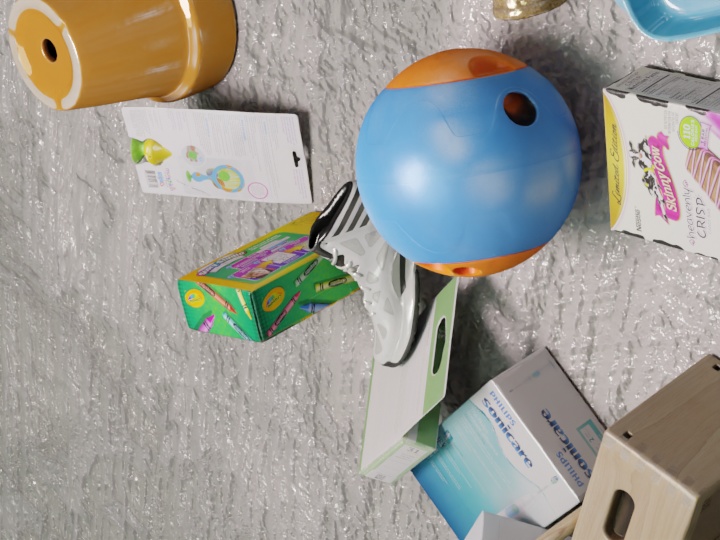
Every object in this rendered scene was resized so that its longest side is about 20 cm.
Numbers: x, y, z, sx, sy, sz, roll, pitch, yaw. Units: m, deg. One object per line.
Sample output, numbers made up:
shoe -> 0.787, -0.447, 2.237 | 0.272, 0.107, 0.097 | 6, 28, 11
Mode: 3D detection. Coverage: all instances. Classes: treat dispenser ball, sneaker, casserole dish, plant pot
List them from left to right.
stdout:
plant pot -> -0.264, -0.258, 1.900 | 0.200, 0.183, 0.201 | 27, 132, 35
sneaker -> 0.000, 0.000, 1.788 | 0.076, 0.115, 0.202 | -122, 35, -68
treat dispenser ball -> 0.095, -0.095, 1.577 | 0.200, 0.200, 0.202 | 27, 132, 36
casserole dish -> 0.277, -0.250, 1.404 | 0.200, 0.039, 0.122 | -7, 108, 51

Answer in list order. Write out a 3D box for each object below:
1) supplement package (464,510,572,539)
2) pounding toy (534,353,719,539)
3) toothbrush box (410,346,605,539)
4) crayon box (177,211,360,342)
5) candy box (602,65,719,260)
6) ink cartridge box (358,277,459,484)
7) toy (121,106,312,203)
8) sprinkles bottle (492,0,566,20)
supplement package -> 0.181, 0.359, 1.738 | 0.199, 0.152, 0.151 | 17, 137, -7
pounding toy -> 0.257, 0.199, 1.594 | 0.142, 0.184, 0.201 | 37, 137, 28
toothbrush box -> 0.152, 0.191, 1.791 | 0.147, 0.085, 0.200 | 54, 143, 10
crayon box -> -0.074, 0.003, 1.835 | 0.118, 0.200, 0.059 | 8, 118, 46
candy box -> 0.298, -0.081, 1.470 | 0.199, 0.061, 0.137 | 19, 127, 42
ink cartridge box -> 0.064, 0.112, 1.800 | 0.048, 0.146, 0.200 | 21, 145, -18
toy -> -0.150, -0.134, 1.930 | 0.199, 0.047, 0.116 | 2, 130, 14
sprinkles bottle -> 0.123, -0.317, 1.514 | 0.068, 0.068, 0.201 | 5, 117, 47
